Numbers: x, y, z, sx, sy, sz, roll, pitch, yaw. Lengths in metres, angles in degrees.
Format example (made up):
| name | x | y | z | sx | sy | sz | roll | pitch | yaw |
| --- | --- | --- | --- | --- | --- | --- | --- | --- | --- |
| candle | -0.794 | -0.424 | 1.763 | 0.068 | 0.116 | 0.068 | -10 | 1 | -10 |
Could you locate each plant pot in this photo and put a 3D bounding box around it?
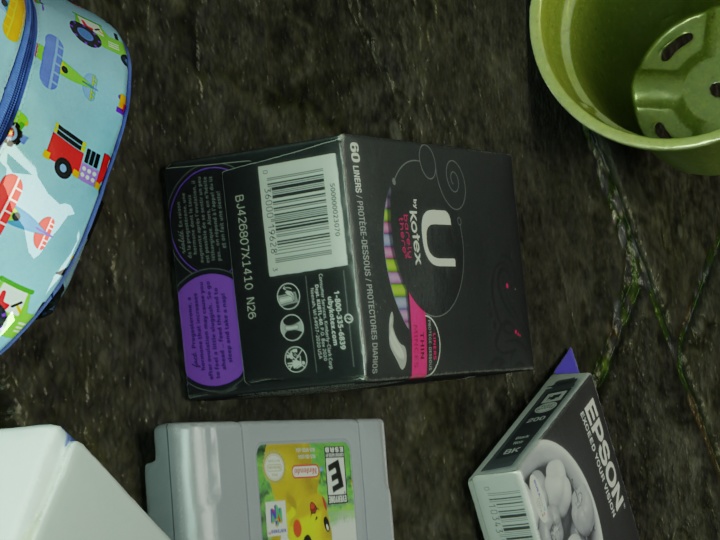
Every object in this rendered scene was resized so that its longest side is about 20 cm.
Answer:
| name | x | y | z | sx | sy | sz | roll | pitch | yaw |
| --- | --- | --- | --- | --- | --- | --- | --- | --- | --- |
| plant pot | 0.235 | -0.154 | 1.591 | 0.184 | 0.199 | 0.202 | 39 | 49 | -67 |

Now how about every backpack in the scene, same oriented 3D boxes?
| name | x | y | z | sx | sy | sz | roll | pitch | yaw |
| --- | --- | --- | --- | --- | --- | --- | --- | --- | --- |
| backpack | -0.183 | -0.042 | 0.752 | 0.135 | 0.199 | 0.183 | 53 | 41 | -42 |

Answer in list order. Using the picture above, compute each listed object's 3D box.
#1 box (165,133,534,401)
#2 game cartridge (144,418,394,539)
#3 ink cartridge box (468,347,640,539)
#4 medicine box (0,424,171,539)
| name | x | y | z | sx | sy | sz | roll | pitch | yaw |
| --- | --- | --- | --- | --- | --- | --- | --- | --- | --- |
| box | 0.000 | 0.000 | 1.177 | 0.200 | 0.105 | 0.123 | -1 | 84 | -62 |
| game cartridge | -0.038 | 0.142 | 1.147 | 0.200 | 0.040 | 0.134 | 4 | 83 | -61 |
| ink cartridge box | 0.144 | 0.175 | 1.466 | 0.200 | 0.043 | 0.199 | -45 | 121 | -57 |
| medicine box | -0.146 | 0.149 | 0.772 | 0.182 | 0.199 | 0.103 | 53 | 42 | -42 |
